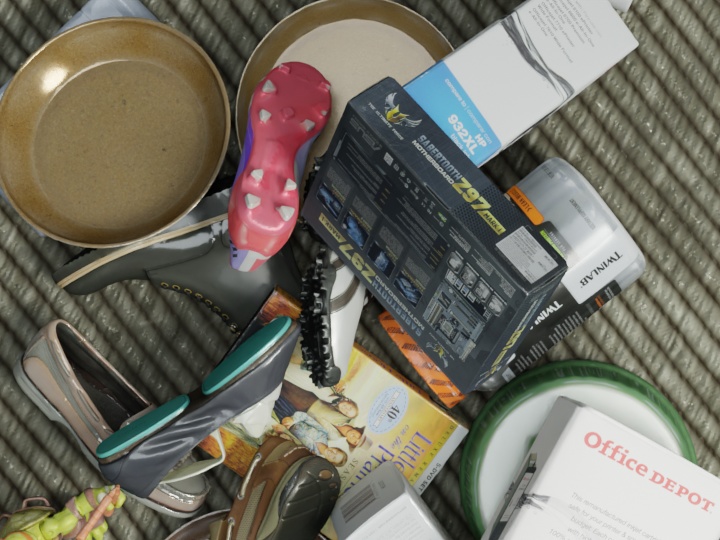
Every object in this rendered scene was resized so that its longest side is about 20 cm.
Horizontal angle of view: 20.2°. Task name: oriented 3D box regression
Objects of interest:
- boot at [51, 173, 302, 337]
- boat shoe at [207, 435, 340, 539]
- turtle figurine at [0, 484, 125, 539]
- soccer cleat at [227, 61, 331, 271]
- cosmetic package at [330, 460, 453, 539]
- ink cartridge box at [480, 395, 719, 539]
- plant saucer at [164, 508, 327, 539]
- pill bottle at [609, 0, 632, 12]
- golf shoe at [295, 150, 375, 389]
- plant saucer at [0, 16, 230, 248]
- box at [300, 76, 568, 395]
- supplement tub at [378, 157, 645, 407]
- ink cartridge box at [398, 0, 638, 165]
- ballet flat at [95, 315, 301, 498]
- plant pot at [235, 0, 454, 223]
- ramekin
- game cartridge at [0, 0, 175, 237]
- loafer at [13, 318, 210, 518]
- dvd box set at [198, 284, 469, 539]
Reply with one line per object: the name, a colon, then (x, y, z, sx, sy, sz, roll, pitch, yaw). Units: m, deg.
boot: (-0.143, 0.016, 1.678, 0.199, 0.077, 0.139, -22, 103, 15)
boat shoe: (-0.086, 0.225, 1.636, 0.074, 0.076, 0.200, 36, 105, 36)
turtle figurine: (-0.270, 0.223, 1.631, 0.200, 0.161, 0.064, -41, 86, 2)
soccer cleat: (-0.070, -0.088, 1.618, 0.066, 0.077, 0.200, 21, 47, -11)
cosmetic package: (0.062, 0.259, 1.617, 0.074, 0.102, 0.200, -38, 103, 2)
ink cartridge box: (0.173, 0.216, 1.532, 0.145, 0.084, 0.200, 29, 90, -6)
plant saucer: (-0.093, 0.296, 1.681, 0.199, 0.032, 0.201, 0, 89, 5)
pill bottle: (0.145, -0.290, 1.642, 0.199, 0.111, 0.112, 27, 90, 4)
golf shoe: (0.000, 0.000, 1.615, 0.094, 0.078, 0.201, 10, 68, -15)
plant saucer: (-0.200, -0.109, 1.645, 0.199, 0.035, 0.201, -3, 73, 9)
box: (0.050, -0.024, 1.507, 0.051, 0.158, 0.200, -33, 72, -31)
supplement tub: (0.120, 0.013, 1.630, 0.200, 0.123, 0.123, -39, 86, 2)
ink cartridge box: (0.100, -0.138, 1.589, 0.200, 0.145, 0.084, -36, 89, -24)
ballet flat: (-0.117, 0.116, 1.608, 0.200, 0.073, 0.073, -35, 87, 4)
plant pot: (-0.005, -0.129, 1.690, 0.199, 0.027, 0.201, 0, 89, 3)
ramekin: (0.178, 0.173, 1.634, 0.199, 0.098, 0.201, 0, 88, 4)
game cartridge: (-0.231, -0.131, 1.702, 0.200, 0.040, 0.133, -45, 90, 2)
loafer: (-0.200, 0.122, 1.667, 0.200, 0.072, 0.063, 40, 123, 7)
dvd box set: (-0.032, 0.128, 1.660, 0.200, 0.029, 0.146, 37, 98, -6)
